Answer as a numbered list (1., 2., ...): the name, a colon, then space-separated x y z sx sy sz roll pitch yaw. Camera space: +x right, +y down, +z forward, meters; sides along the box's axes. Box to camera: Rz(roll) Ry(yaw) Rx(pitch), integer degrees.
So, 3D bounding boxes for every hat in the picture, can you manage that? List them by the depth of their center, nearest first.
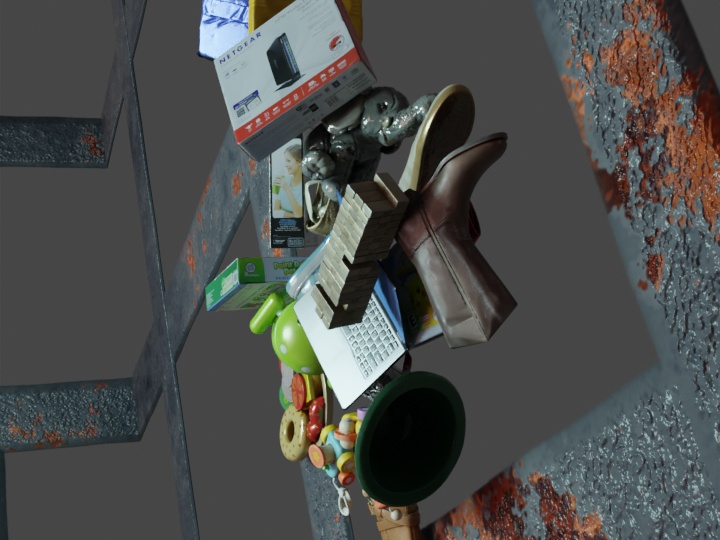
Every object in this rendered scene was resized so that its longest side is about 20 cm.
1. hat: 0.022 0.187 1.304 0.175 0.198 0.168 18 93 50

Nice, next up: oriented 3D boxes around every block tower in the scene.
1. block tower: -0.005 -0.021 1.235 0.054 0.057 0.202 53 138 33

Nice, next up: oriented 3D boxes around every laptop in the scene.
1. laptop: -0.025 0.039 1.352 0.200 0.115 0.188 -45 52 20

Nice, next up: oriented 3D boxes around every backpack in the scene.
1. backpack: -0.135 -0.402 1.634 0.161 0.200 0.170 22 114 17

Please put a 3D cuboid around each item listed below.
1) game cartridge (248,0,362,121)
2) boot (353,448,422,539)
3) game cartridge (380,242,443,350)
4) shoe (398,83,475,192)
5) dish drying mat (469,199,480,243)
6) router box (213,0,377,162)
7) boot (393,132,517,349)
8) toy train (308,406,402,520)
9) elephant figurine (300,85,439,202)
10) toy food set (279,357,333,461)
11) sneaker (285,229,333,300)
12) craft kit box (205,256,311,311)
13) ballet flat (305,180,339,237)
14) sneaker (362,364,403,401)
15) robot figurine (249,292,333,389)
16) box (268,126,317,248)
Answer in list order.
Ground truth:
1. game cartridge: -0.079 -0.322 1.523 0.032 0.174 0.203 -167 76 -66
2. boot: 0.028 0.310 1.453 0.200 0.073 0.157 151 106 -76
3. game cartridge: 0.083 0.019 1.310 0.200 0.040 0.135 -34 66 60
4. shoe: 0.086 -0.151 1.279 0.054 0.069 0.201 58 146 35
5. dish drying mat: 0.099 -0.023 1.325 0.200 0.018 0.078 -56 45 52
6. router box: -0.093 -0.269 1.394 0.199 0.049 0.181 -33 50 14
7. boot: 0.136 -0.029 1.179 0.186 0.064 0.202 -37 70 28
8. toy train: -0.013 0.267 1.383 0.200 0.055 0.152 -34 65 58
9. elephant figurine: 0.014 -0.195 1.395 0.201 0.155 0.141 -53 -6 19
10. toy food set: -0.099 0.215 1.766 0.200 0.048 0.201 133 131 -59
11. sneaker: 0.000 0.000 1.483 0.131 0.079 0.200 46 105 12
12. craft kit box: -0.127 0.022 1.633 0.200 0.195 0.049 149 120 -63
13. ballet flat: -0.051 -0.147 1.609 0.070 0.064 0.203 -143 55 -60
14. sneaker: 0.017 0.160 1.441 0.200 0.081 0.076 49 136 47
15. robot figurine: -0.077 0.100 1.592 0.116 0.175 0.200 -52 5 -7
16. box: -0.109 -0.138 1.691 0.117 0.059 0.203 -23 -68 -81
